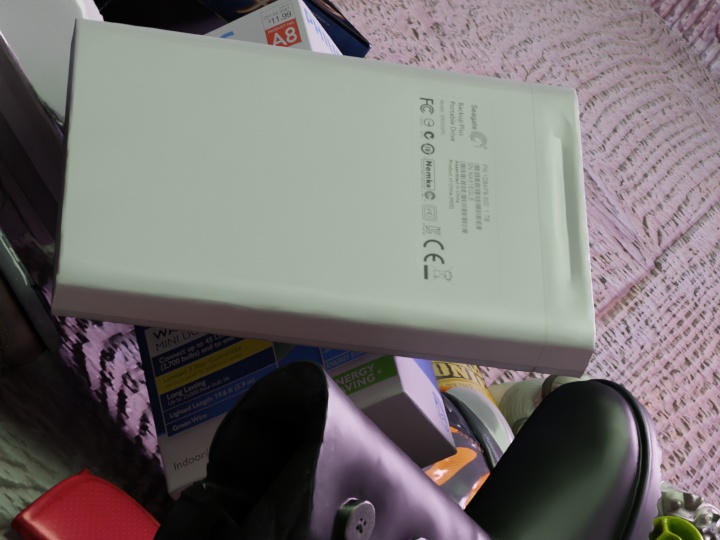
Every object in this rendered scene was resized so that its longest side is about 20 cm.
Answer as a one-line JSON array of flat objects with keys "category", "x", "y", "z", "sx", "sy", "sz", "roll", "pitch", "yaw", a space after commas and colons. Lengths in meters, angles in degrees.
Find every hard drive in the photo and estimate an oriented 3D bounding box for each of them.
[{"category": "hard drive", "x": -0.014, "y": -0.028, "z": 1.103, "sx": 0.199, "sy": 0.027, "sz": 0.132, "roll": 7, "pitch": 50, "yaw": -10}]

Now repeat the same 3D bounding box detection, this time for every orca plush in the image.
[{"category": "orca plush", "x": -0.142, "y": -0.100, "z": 1.346, "sx": 0.200, "sy": 0.105, "sz": 0.071, "roll": 39, "pitch": -16, "yaw": -7}]

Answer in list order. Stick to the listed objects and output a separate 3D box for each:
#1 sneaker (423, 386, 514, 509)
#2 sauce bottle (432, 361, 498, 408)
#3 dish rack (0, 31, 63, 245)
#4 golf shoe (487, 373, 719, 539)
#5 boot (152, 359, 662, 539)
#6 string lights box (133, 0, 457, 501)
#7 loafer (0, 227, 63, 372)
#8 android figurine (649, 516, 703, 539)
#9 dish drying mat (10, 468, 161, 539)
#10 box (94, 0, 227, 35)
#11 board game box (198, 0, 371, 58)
[{"category": "sneaker", "x": 0.035, "y": 0.134, "z": 1.180, "sx": 0.112, "sy": 0.078, "sz": 0.200, "roll": 2, "pitch": 48, "yaw": -46}, {"category": "sauce bottle", "x": 0.022, "y": 0.052, "z": 1.362, "sx": 0.066, "sy": 0.066, "sz": 0.200, "roll": 33, "pitch": 18, "yaw": -35}, {"category": "dish rack", "x": -0.173, "y": -0.095, "z": 1.174, "sx": 0.172, "sy": 0.043, "sz": 0.200, "roll": 52, "pitch": -7, "yaw": 30}, {"category": "golf shoe", "x": 0.120, "y": 0.126, "z": 1.402, "sx": 0.097, "sy": 0.078, "sz": 0.200, "roll": 5, "pitch": -47, "yaw": 57}, {"category": "boot", "x": 0.022, "y": 0.081, "z": 1.055, "sx": 0.066, "sy": 0.165, "sz": 0.200, "roll": 6, "pitch": -22, "yaw": 41}, {"category": "string lights box", "x": -0.038, "y": -0.002, "z": 1.161, "sx": 0.059, "sy": 0.103, "sz": 0.200, "roll": 50, "pitch": 20, "yaw": -53}, {"category": "loafer", "x": -0.186, "y": -0.035, "z": 1.097, "sx": 0.200, "sy": 0.063, "sz": 0.072, "roll": 53, "pitch": -9, "yaw": 18}, {"category": "android figurine", "x": 0.144, "y": 0.195, "z": 1.184, "sx": 0.200, "sy": 0.041, "sz": 0.183, "roll": 69, "pitch": 10, "yaw": -67}, {"category": "dish drying mat", "x": -0.038, "y": 0.147, "z": 1.033, "sx": 0.200, "sy": 0.018, "sz": 0.077, "roll": 44, "pitch": 15, "yaw": 3}, {"category": "box", "x": -0.137, "y": -0.163, "z": 1.509, "sx": 0.141, "sy": 0.079, "sz": 0.200, "roll": 52, "pitch": 17, "yaw": 17}, {"category": "board game box", "x": -0.095, "y": -0.171, "z": 1.395, "sx": 0.200, "sy": 0.035, "sz": 0.136, "roll": 36, "pitch": 8, "yaw": -28}]
